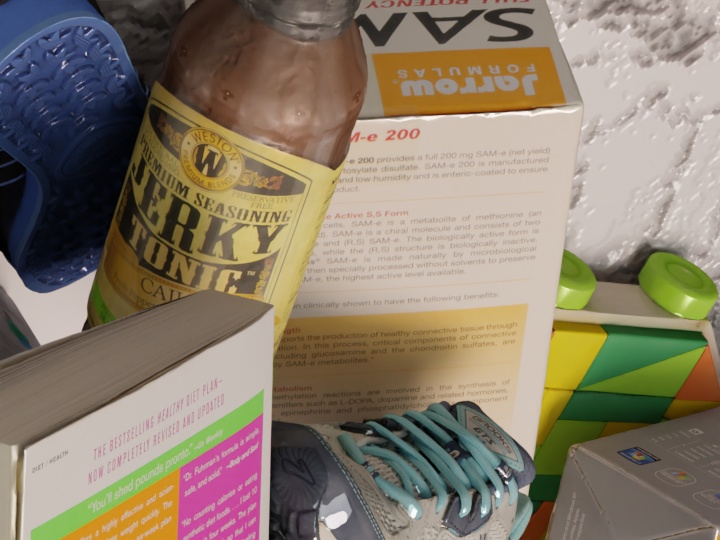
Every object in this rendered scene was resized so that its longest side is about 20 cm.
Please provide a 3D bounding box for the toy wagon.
[{"bbox_3d":[0.055,0.061,1.183,0.200,0.040,0.155,5,124,-40],"label":"toy wagon"}]

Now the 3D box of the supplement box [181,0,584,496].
[{"bbox_3d":[0.000,0.000,1.031,0.126,0.074,0.200,-3,132,-10],"label":"supplement box"}]

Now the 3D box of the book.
[{"bbox_3d":[-0.072,0.118,0.845,0.134,0.048,0.200,-23,121,-53],"label":"book"}]

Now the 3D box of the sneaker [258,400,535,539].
[{"bbox_3d":[0.009,0.070,0.971,0.086,0.078,0.200,-37,164,1],"label":"sneaker"}]

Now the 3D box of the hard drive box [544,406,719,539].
[{"bbox_3d":[0.158,0.138,1.221,0.200,0.077,0.156,-11,122,-46],"label":"hard drive box"}]

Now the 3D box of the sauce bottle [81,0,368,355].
[{"bbox_3d":[-0.036,-0.041,0.894,0.065,0.065,0.200,-10,136,-31],"label":"sauce bottle"}]

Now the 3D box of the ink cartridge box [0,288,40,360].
[{"bbox_3d":[-0.129,0.062,0.916,0.076,0.200,0.136,-39,140,1],"label":"ink cartridge box"}]

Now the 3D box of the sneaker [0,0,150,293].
[{"bbox_3d":[-0.106,-0.060,0.931,0.070,0.078,0.200,-32,162,-11],"label":"sneaker"}]
